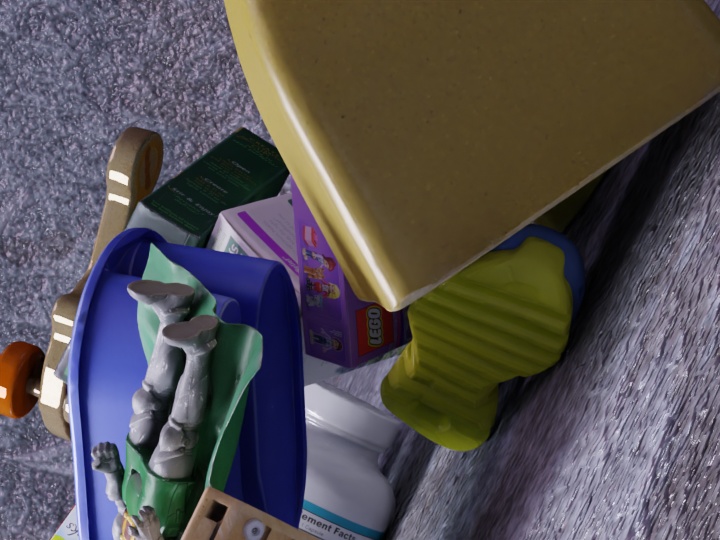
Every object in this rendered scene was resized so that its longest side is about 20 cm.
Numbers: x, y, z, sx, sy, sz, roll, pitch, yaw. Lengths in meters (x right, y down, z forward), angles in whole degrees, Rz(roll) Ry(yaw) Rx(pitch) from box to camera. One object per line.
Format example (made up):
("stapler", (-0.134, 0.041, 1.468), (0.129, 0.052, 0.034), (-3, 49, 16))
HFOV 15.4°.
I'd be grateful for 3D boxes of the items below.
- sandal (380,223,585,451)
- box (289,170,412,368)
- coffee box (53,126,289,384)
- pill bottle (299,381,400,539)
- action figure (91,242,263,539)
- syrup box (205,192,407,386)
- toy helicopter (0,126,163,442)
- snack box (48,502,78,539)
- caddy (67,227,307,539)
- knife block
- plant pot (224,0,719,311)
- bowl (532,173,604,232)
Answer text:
("sandal", (0.065, 0.017, 1.349), (0.087, 0.079, 0.200), (-62, 4, -26))
("box", (0.023, -0.065, 1.408), (0.136, 0.039, 0.202), (-22, -64, -40))
("coffee box", (-0.106, -0.005, 1.548), (0.123, 0.044, 0.200), (-61, -5, 21))
("pill bottle", (-0.050, 0.166, 1.599), (0.201, 0.110, 0.111), (-64, 4, 0))
("action figure", (-0.096, 0.104, 1.271), (0.118, 0.054, 0.201), (-131, 43, -52))
("syrup box", (0.000, 0.000, 1.514), (0.199, 0.081, 0.079), (-16, -39, -44))
("toy helicopter", (-0.152, 0.009, 1.657), (0.132, 0.078, 0.201), (-11, -63, -69))
("snack box", (-0.120, 0.123, 1.712), (0.200, 0.068, 0.169), (-53, -3, 5))
("caddy", (-0.099, 0.078, 1.385), (0.141, 0.104, 0.202), (-41, -49, -65))
("knife block", (-0.047, 0.153, 1.282), (0.175, 0.199, 0.064), (15, 78, 56))
("plant pot", (0.032, -0.119, 1.243), (0.194, 0.201, 0.196), (-34, 3, -3))
("bowl", (0.105, -0.131, 1.505), (0.201, 0.107, 0.200), (-63, 4, 8))
